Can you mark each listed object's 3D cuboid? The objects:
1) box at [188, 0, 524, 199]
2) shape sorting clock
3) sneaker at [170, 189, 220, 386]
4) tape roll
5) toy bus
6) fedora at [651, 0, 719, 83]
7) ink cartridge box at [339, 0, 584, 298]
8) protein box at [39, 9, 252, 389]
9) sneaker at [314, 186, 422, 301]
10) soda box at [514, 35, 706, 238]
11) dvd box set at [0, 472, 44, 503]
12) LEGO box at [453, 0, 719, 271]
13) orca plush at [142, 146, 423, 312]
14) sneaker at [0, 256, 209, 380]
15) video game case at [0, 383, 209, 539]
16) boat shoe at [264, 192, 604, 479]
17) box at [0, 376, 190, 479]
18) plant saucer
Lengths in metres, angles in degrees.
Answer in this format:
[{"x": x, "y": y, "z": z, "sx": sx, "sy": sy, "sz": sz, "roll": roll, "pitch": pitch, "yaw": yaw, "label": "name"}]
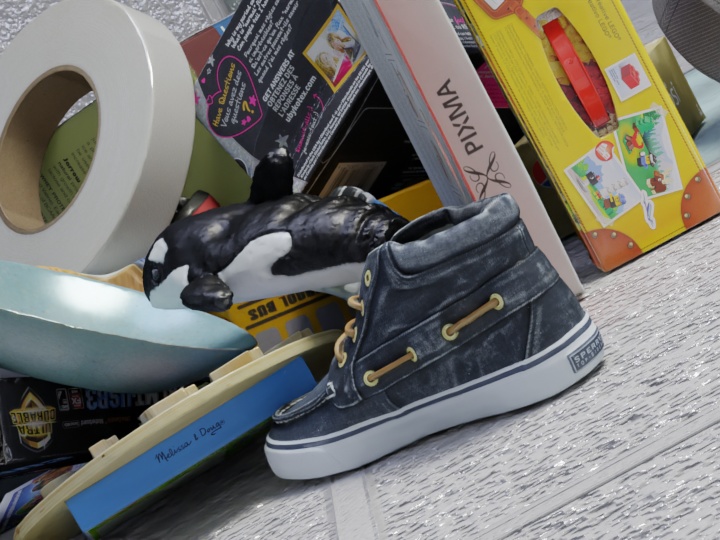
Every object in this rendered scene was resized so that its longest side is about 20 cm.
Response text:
[{"x": 0.013, "y": -0.117, "z": 1.401, "sx": 0.199, "sy": 0.115, "sz": 0.132, "roll": -6, "pitch": -44, "yaw": -51, "label": "box"}, {"x": -0.092, "y": 0.086, "z": 1.184, "sx": 0.199, "sy": 0.039, "sz": 0.200, "roll": -32, "pitch": -5, "yaw": -3, "label": "shape sorting clock"}, {"x": -0.127, "y": 0.051, "z": 1.416, "sx": 0.201, "sy": 0.098, "sz": 0.071, "roll": -51, "pitch": 3, "yaw": 16, "label": "sneaker"}, {"x": -0.179, "y": -0.070, "z": 1.410, "sx": 0.202, "sy": 0.204, "sz": 0.037, "roll": -23, "pitch": -29, "yaw": 40, "label": "tape roll"}, {"x": 0.000, "y": 0.000, "z": 1.318, "sx": 0.199, "sy": 0.079, "sz": 0.065, "roll": -23, "pitch": -2, "yaw": -26, "label": "toy bus"}, {"x": 0.260, "y": -0.171, "z": 1.429, "sx": 0.199, "sy": 0.177, "sz": 0.091, "roll": -10, "pitch": -38, "yaw": -33, "label": "fedora"}, {"x": 0.054, "y": -0.067, "z": 1.166, "sx": 0.043, "sy": 0.201, "sz": 0.174, "roll": -28, "pitch": 7, "yaw": -3, "label": "ink cartridge box"}, {"x": -0.100, "y": -0.040, "z": 1.513, "sx": 0.200, "sy": 0.199, "sz": 0.135, "roll": -30, "pitch": 5, "yaw": 35, "label": "protein box"}, {"x": 0.041, "y": 0.013, "z": 1.200, "sx": 0.075, "sy": 0.086, "sz": 0.200, "roll": -60, "pitch": 28, "yaw": 6, "label": "sneaker"}, {"x": 0.159, "y": -0.087, "z": 1.447, "sx": 0.067, "sy": 0.064, "sz": 0.200, "roll": -25, "pitch": 9, "yaw": 25, "label": "soda box"}, {"x": -0.281, "y": 0.150, "z": 1.605, "sx": 0.146, "sy": 0.030, "sz": 0.200, "roll": -29, "pitch": 6, "yaw": -4, "label": "dvd box set"}, {"x": 0.113, "y": -0.113, "z": 1.260, "sx": 0.077, "sy": 0.201, "sz": 0.149, "roll": -28, "pitch": 8, "yaw": 5, "label": "LEGO box"}, {"x": -0.040, "y": -0.024, "z": 1.146, "sx": 0.105, "sy": 0.072, "sz": 0.200, "roll": -17, "pitch": 8, "yaw": -34, "label": "orca plush"}, {"x": -0.135, "y": 0.036, "z": 1.348, "sx": 0.199, "sy": 0.076, "sz": 0.088, "roll": 3, "pitch": -22, "yaw": -12, "label": "sneaker"}, {"x": -0.130, "y": 0.109, "z": 1.375, "sx": 0.199, "sy": 0.018, "sz": 0.143, "roll": -28, "pitch": 8, "yaw": 1, "label": "video game case"}, {"x": 0.017, "y": 0.030, "z": 1.068, "sx": 0.200, "sy": 0.091, "sz": 0.071, "roll": -23, "pitch": 9, "yaw": 39, "label": "boat shoe"}, {"x": -0.221, "y": 0.092, "z": 1.245, "sx": 0.199, "sy": 0.050, "sz": 0.198, "roll": -12, "pitch": -5, "yaw": 23, "label": "box"}, {"x": -0.154, "y": 0.031, "z": 1.189, "sx": 0.200, "sy": 0.039, "sz": 0.201, "roll": 13, "pitch": 5, "yaw": -1, "label": "plant saucer"}]
